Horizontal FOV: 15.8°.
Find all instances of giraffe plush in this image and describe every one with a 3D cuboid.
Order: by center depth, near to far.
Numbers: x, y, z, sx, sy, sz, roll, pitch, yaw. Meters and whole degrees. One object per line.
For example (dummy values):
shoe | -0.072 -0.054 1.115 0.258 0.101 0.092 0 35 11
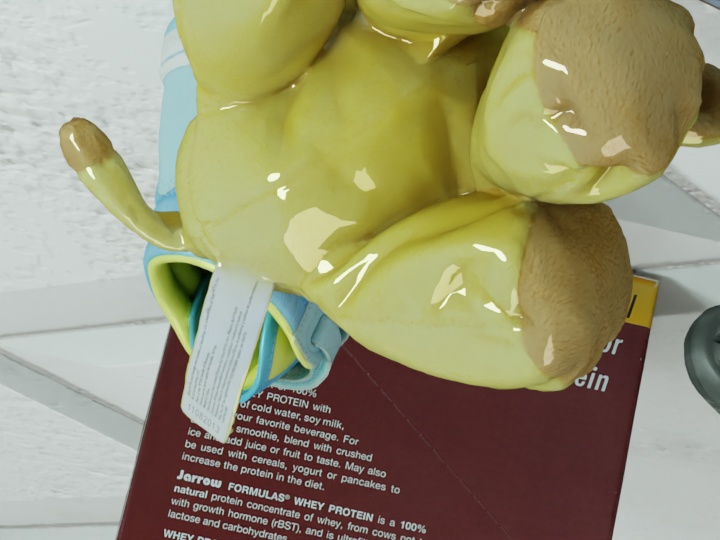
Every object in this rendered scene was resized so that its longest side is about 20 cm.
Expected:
giraffe plush | 0.032 -0.056 0.743 0.173 0.162 0.200 45 132 8

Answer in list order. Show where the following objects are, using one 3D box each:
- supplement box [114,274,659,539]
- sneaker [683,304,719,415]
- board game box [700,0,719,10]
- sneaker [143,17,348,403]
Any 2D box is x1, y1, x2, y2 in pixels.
supplement box | 0.007 0.098 1.094 0.196 0.201 0.133 12 160 3
sneaker | 0.191 0.070 1.107 0.199 0.067 0.090 25 154 -37
board game box | 0.197 -0.069 0.745 0.199 0.020 0.103 25 155 -7
sneaker | 0.000 0.000 0.940 0.199 0.132 0.079 24 156 -31
